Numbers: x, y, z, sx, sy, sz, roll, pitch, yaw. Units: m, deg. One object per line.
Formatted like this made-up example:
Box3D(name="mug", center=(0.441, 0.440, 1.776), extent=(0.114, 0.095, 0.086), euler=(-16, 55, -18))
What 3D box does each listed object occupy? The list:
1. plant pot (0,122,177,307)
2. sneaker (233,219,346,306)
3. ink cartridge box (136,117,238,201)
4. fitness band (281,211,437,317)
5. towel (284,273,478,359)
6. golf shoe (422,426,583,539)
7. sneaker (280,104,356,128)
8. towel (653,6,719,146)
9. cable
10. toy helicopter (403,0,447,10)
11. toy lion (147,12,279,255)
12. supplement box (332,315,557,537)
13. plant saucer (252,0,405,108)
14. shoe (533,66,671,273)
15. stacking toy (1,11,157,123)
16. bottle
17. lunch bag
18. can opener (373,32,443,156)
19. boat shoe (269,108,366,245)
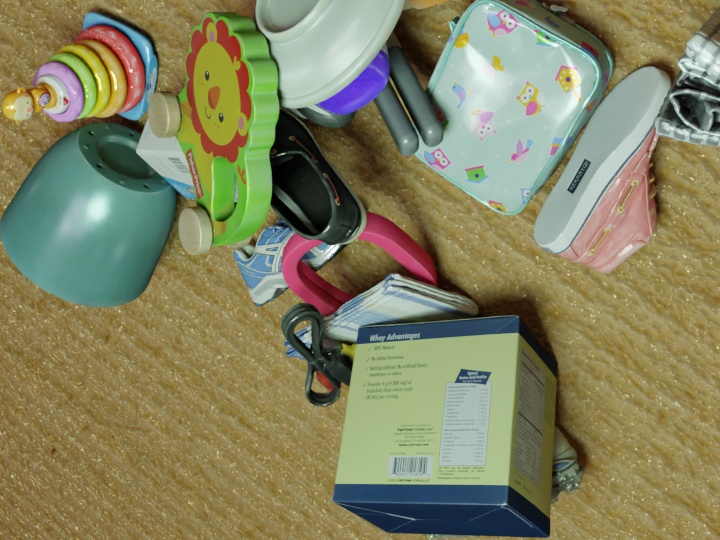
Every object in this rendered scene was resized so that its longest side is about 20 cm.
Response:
Box3D(name="plant pot", center=(-0.319, -0.083, 1.197), extent=(0.200, 0.201, 0.161), euler=(41, 121, 5))
Box3D(name="sneaker", center=(-0.078, -0.028, 1.157), extent=(0.200, 0.076, 0.077), euler=(-32, 95, 33))
Box3D(name="ink cartridge box", center=(-0.139, -0.131, 1.110), extent=(0.199, 0.068, 0.116), euler=(7, 159, 26))
Box3D(name="fitness band", center=(0.000, 0.000, 1.083), extent=(0.143, 0.038, 0.200), euler=(-24, 141, 25))
Box3D(name="towel", center=(0.023, 0.066, 1.130), extent=(0.200, 0.146, 0.024), euler=(-33, 53, 38))
Box3D(name="golf shoe", center=(0.154, 0.243, 1.128), extent=(0.199, 0.098, 0.078), euler=(-24, 148, 0))
Box3D(name="sneaker", center=(-0.060, -0.193, 1.037), extent=(0.200, 0.073, 0.080), euler=(46, 149, 46))
Box3D(name="towel", center=(0.337, -0.136, 0.787), extent=(0.165, 0.200, 0.086), euler=(34, 128, 11))
Box3D(name="cable", center=(-0.049, 0.094, 1.099), extent=(0.097, 0.050, 0.200), euler=(-33, 139, 10))
Box3D(name="toy helicopter", center=(0.101, -0.301, 0.891), extent=(0.199, 0.133, 0.079), euler=(-26, 131, 19))
Box3D(name="toy lion", center=(-0.129, -0.134, 0.930), extent=(0.191, 0.068, 0.201), euler=(-26, 77, 54))
Box3D(name="supplement box", center=(0.097, 0.172, 1.055), extent=(0.199, 0.201, 0.134), euler=(-6, 150, 28))
Box3D(name="plant saucer", center=(-0.043, -0.249, 0.882), extent=(0.199, 0.201, 0.050), euler=(-21, 147, 36))
Box3D(name="shoe", center=(0.257, -0.093, 0.944), extent=(0.091, 0.072, 0.201), euler=(22, 108, -25))
Box3D(name="stacking toy", center=(-0.338, -0.215, 1.128), extent=(0.109, 0.200, 0.117), euler=(28, 125, 14))
Box3D(name="bottle", center=(-0.021, -0.251, 0.946), extent=(0.065, 0.201, 0.083), euler=(23, 138, -40))
Box3D(name="lunch bag", center=(0.143, -0.171, 0.957), extent=(0.160, 0.077, 0.201), euler=(35, 126, 11))
Box3D(name="can opener", center=(0.027, -0.196, 0.982), extent=(0.067, 0.052, 0.201), euler=(77, 170, -59))
Box3D(name="boat shoe", center=(-0.076, -0.105, 0.975), extent=(0.202, 0.063, 0.074), euler=(48, 110, 22))
